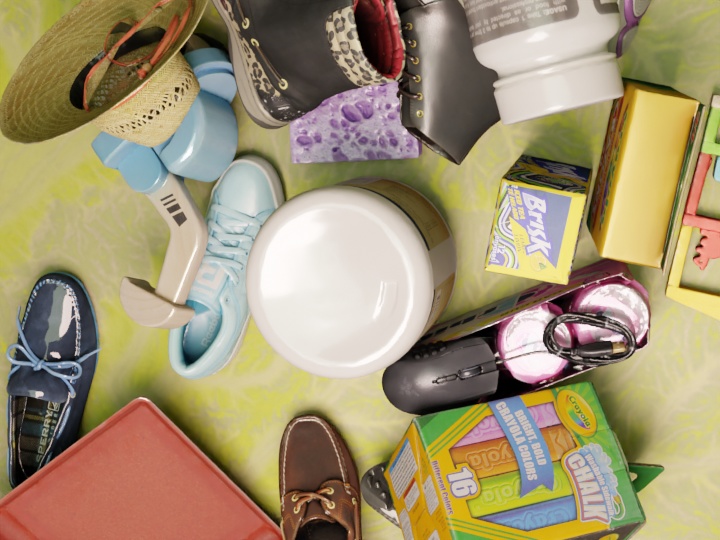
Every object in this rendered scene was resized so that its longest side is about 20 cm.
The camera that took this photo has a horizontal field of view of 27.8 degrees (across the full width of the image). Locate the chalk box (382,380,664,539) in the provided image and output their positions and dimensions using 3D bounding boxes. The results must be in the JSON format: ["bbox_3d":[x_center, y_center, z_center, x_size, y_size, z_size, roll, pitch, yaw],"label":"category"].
[{"bbox_3d":[0.137,0.172,1.146,0.199,0.125,0.124,-10,64,-18],"label":"chalk box"}]

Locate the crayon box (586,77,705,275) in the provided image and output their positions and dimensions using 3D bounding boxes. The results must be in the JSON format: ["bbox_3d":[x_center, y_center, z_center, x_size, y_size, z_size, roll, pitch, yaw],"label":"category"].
[{"bbox_3d":[0.213,-0.077,1.103,0.051,0.200,0.128,12,100,3],"label":"crayon box"}]

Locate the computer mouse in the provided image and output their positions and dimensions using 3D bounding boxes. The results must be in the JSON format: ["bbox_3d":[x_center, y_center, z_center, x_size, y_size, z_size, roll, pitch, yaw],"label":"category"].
[{"bbox_3d":[0.112,0.072,1.114,0.199,0.034,0.059,-15,94,12],"label":"computer mouse"}]

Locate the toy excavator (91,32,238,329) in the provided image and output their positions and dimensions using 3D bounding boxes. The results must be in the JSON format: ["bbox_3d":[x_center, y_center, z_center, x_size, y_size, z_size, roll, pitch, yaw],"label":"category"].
[{"bbox_3d":[-0.156,-0.080,1.194,0.194,0.100,0.200,-42,69,14],"label":"toy excavator"}]

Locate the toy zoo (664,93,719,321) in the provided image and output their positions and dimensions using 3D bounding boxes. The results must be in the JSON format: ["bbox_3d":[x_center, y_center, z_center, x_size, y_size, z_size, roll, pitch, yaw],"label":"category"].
[{"bbox_3d":[0.327,-0.032,1.182,0.131,0.020,0.201,14,100,8],"label":"toy zoo"}]

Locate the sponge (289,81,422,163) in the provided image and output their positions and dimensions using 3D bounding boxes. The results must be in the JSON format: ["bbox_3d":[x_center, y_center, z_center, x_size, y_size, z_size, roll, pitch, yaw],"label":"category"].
[{"bbox_3d":[-0.007,-0.192,1.216,0.111,0.030,0.201,-1,98,10],"label":"sponge"}]

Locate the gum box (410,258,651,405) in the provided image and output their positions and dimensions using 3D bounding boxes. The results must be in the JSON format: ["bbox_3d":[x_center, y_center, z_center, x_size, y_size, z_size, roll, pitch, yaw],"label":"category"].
[{"bbox_3d":[0.141,0.055,1.182,0.199,0.113,0.066,-23,94,13],"label":"gum box"}]

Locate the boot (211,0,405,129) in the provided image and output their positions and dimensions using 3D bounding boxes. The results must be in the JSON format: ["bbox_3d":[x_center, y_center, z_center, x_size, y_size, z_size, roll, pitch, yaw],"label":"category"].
[{"bbox_3d":[-0.047,-0.223,1.140,0.153,0.073,0.204,-9,98,46],"label":"boot"}]

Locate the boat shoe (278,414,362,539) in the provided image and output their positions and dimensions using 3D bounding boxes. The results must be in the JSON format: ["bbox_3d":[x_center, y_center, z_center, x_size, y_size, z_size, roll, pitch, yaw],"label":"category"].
[{"bbox_3d":[-0.031,0.215,1.229,0.070,0.070,0.201,-13,71,4],"label":"boat shoe"}]

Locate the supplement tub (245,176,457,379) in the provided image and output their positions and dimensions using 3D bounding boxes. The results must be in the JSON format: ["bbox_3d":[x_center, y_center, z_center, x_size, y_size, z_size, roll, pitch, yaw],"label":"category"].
[{"bbox_3d":[0.000,0.000,1.155,0.144,0.200,0.145,1,96,11],"label":"supplement tub"}]

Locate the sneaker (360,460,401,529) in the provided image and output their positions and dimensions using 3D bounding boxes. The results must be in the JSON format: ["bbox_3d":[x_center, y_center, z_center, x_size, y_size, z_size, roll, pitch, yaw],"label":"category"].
[{"bbox_3d":[0.088,0.229,1.232,0.199,0.067,0.091,21,135,2],"label":"sneaker"}]

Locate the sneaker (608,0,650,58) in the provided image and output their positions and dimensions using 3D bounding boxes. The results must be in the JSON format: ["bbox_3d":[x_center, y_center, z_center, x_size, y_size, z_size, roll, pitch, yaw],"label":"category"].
[{"bbox_3d":[0.182,-0.268,1.159,0.099,0.075,0.201,1,99,30],"label":"sneaker"}]

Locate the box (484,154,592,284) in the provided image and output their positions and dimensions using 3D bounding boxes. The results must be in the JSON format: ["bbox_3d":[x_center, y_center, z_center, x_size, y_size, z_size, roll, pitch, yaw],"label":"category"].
[{"bbox_3d":[0.141,-0.043,1.123,0.064,0.200,0.070,12,101,8],"label":"box"}]

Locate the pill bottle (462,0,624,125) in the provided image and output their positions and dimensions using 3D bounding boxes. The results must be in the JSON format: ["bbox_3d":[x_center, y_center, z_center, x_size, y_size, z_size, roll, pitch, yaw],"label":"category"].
[{"bbox_3d":[0.130,-0.217,1.089,0.113,0.114,0.201,-12,93,12],"label":"pill bottle"}]

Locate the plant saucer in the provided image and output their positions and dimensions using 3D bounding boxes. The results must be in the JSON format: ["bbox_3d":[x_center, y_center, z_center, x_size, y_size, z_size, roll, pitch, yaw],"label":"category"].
[{"bbox_3d":[-0.198,0.221,1.282,0.199,0.037,0.200,-36,113,13],"label":"plant saucer"}]

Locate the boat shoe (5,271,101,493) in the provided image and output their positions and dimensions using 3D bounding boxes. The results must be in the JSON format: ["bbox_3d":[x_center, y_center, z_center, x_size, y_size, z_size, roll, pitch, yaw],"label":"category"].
[{"bbox_3d":[-0.273,0.104,1.290,0.084,0.069,0.201,4,99,10],"label":"boat shoe"}]

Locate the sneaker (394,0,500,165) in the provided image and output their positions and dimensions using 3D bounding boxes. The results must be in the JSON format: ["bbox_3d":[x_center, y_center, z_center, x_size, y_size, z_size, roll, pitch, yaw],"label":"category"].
[{"bbox_3d":[0.042,-0.179,1.154,0.200,0.075,0.106,40,86,-14],"label":"sneaker"}]

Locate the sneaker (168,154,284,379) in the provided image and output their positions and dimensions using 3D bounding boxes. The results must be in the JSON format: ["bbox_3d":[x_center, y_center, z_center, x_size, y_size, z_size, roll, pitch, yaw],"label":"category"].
[{"bbox_3d":[-0.115,0.002,1.238,0.074,0.082,0.201,14,101,7],"label":"sneaker"}]

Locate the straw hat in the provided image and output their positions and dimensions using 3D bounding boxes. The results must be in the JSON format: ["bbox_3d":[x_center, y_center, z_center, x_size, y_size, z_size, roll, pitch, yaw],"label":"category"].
[{"bbox_3d":[-0.172,-0.140,1.110,0.201,0.201,0.085,-31,128,13],"label":"straw hat"}]
